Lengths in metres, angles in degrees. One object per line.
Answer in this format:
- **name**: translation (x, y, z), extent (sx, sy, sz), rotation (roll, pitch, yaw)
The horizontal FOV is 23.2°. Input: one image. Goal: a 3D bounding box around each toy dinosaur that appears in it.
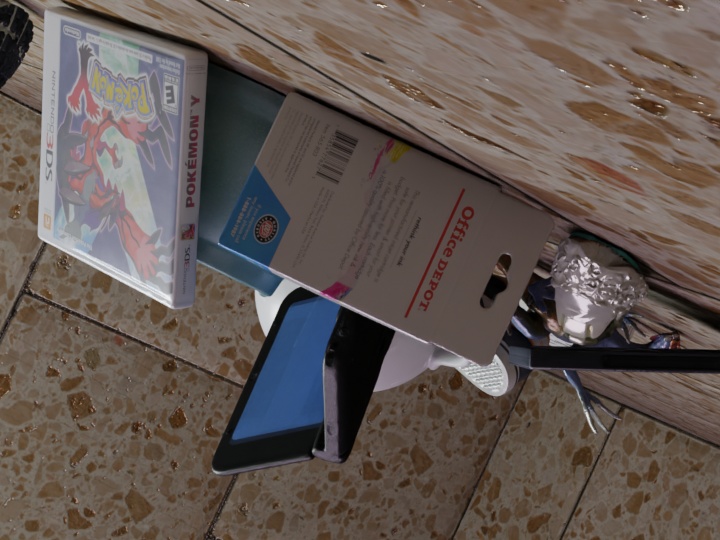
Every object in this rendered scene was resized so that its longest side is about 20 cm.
- **toy dinosaur**: translation (0.203, 0.035, 1.563), extent (0.181, 0.105, 0.201), rotation (9, -131, -49)

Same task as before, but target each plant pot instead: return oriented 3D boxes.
- **plant pot**: translation (-0.092, -0.063, 1.325), extent (0.199, 0.135, 0.200), rotation (25, 178, 1)

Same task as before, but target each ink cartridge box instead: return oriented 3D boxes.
- **ink cartridge box**: translation (0.020, -0.024, 1.184), extent (0.199, 0.116, 0.068), rotation (25, 178, 6)

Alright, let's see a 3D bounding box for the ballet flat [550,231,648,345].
- **ballet flat**: translation (0.170, 0.022, 1.267), extent (0.071, 0.072, 0.200), rotation (25, 177, 13)

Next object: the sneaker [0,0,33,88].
- **sneaker**: translation (-0.340, -0.217, 1.459), extent (0.086, 0.078, 0.200), rotation (31, 169, 18)

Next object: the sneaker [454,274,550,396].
- **sneaker**: translation (0.088, 0.031, 1.622), extent (0.200, 0.079, 0.079), rotation (43, 143, 22)

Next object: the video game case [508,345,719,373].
- **video game case**: translation (0.221, 0.069, 1.357), extent (0.198, 0.019, 0.143), rotation (0, 179, -1)

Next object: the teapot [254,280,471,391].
- **teapot**: translation (0.000, 0.000, 1.504), extent (0.198, 0.199, 0.146), rotation (-2, 147, 0)

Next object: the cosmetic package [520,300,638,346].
- **cosmetic package**: translation (0.200, 0.049, 1.756), extent (0.082, 0.051, 0.200), rotation (27, 178, -11)

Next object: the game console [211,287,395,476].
- **game console**: translation (-0.036, 0.040, 1.321), extent (0.116, 0.201, 0.177), rotation (12, 138, 11)

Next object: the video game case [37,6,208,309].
- **video game case**: translation (-0.179, -0.087, 1.280), extent (0.023, 0.184, 0.199), rotation (-9, -159, -38)
